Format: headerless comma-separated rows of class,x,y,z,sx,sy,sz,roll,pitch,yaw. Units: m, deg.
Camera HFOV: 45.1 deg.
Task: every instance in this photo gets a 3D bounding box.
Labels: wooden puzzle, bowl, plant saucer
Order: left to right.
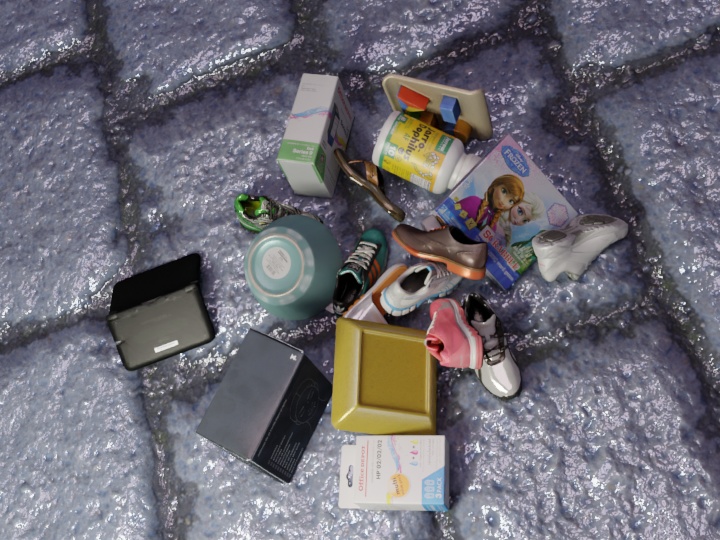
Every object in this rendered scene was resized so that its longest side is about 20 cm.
bowl,-0.141,-0.007,1.635,0.196,0.105,0.206,0,89,16
plant saucer,0.052,0.183,1.516,0.196,0.048,0.204,10,65,-17
wooden puzzle,0.149,-0.304,1.680,0.196,0.185,0.047,12,75,19

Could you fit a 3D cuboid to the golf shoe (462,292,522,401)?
golf shoe,0.223,0.131,1.525,0.077,0.095,0.203,-24,65,1

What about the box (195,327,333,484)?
box,-0.159,0.241,1.516,0.122,0.197,0.203,21,73,21

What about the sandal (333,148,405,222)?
sandal,0.025,-0.177,1.711,0.055,0.082,0.200,-47,67,7

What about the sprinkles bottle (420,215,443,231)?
sprinkles bottle,0.212,-0.110,1.640,0.198,0.068,0.069,-30,63,-4

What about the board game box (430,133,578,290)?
board game box,0.264,-0.106,1.587,0.200,0.041,0.200,-45,98,-6

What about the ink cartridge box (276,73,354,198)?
ink cartridge box,-0.087,-0.271,1.747,0.086,0.146,0.204,7,69,16

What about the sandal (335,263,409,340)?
sandal,0.033,0.073,1.598,0.208,0.079,0.059,-51,37,-12

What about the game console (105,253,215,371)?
game console,-0.396,0.082,1.745,0.196,0.116,0.179,-20,93,5

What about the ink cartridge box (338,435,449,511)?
ink cartridge box,0.052,0.347,1.488,0.196,0.068,0.117,-3,66,13

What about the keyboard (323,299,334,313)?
keyboard,-0.116,0.018,1.705,0.198,0.011,0.057,28,76,23

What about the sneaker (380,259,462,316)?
sneaker,0.129,0.011,1.577,0.198,0.087,0.075,-31,75,-28

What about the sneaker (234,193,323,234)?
sneaker,-0.167,-0.101,1.728,0.196,0.085,0.079,12,70,18

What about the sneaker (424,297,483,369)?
sneaker,0.146,0.105,1.516,0.085,0.075,0.201,-5,25,-14

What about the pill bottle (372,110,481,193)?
pill bottle,0.132,-0.218,1.678,0.197,0.113,0.114,27,75,8

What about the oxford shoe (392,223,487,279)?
oxford shoe,0.145,-0.054,1.552,0.198,0.071,0.074,24,117,29

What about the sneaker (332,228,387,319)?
sneaker,0.000,0.000,1.642,0.070,0.080,0.203,13,67,17

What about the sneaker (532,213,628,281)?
sneaker,0.397,-0.038,1.570,0.196,0.101,0.078,-17,26,-16
